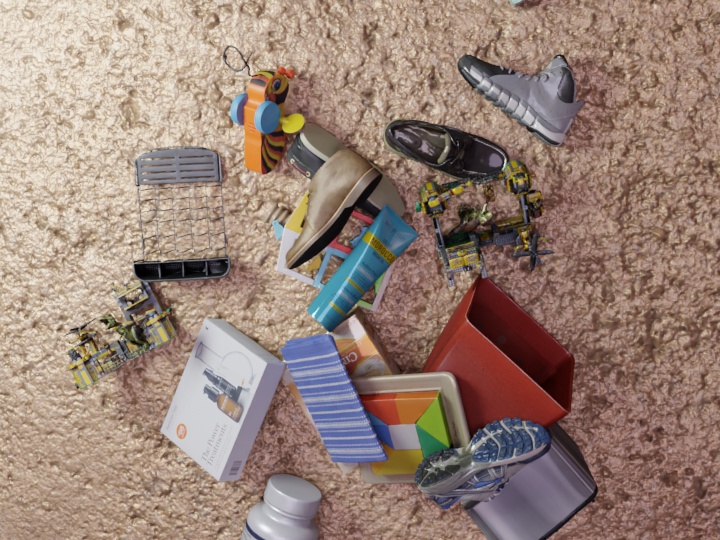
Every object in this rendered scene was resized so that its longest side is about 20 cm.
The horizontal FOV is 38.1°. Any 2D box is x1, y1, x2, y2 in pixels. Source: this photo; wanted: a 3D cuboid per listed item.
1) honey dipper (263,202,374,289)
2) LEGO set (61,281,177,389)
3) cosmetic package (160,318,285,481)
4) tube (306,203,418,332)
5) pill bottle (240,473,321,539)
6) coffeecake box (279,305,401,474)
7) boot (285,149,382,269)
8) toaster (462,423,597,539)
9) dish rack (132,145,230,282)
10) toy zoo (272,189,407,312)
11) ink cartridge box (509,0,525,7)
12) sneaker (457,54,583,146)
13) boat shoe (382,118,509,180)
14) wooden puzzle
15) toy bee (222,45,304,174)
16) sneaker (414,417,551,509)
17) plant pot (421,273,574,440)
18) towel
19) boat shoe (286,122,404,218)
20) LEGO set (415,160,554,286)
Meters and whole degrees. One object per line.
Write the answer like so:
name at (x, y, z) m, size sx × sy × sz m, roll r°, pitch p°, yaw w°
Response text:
honey dipper at (-0.059, -0.034, 1.613) m, size 0.198 × 0.038 × 0.038 m, roll 34°, pitch 100°, yaw -4°
LEGO set at (-0.377, 0.083, 1.598) m, size 0.198 × 0.154 × 0.117 m, roll -28°, pitch 95°, yaw 4°
cosmetic package at (-0.215, 0.198, 1.615) m, size 0.150 × 0.051 × 0.203 m, roll 30°, pitch 102°, yaw 36°
tube at (0.000, 0.000, 1.563) m, size 0.201 × 0.050 × 0.077 m, roll -51°, pitch 125°, yaw -2°
pill bottle at (-0.131, 0.433, 1.644) m, size 0.118 × 0.120 × 0.204 m, roll 19°, pitch 99°, yaw 1°
coffeecake box at (-0.014, 0.185, 1.620) m, size 0.152 × 0.073 × 0.202 m, roll -33°, pitch 95°, yaw 9°
boot at (-0.055, -0.090, 1.534) m, size 0.075 × 0.074 × 0.201 m, roll 42°, pitch 105°, yaw 9°
toaster at (0.247, 0.323, 1.559) m, size 0.180 × 0.200 × 0.119 m, roll -42°, pitch 98°, yaw 10°
dish rack at (-0.278, -0.089, 1.606) m, size 0.150 × 0.055 × 0.204 m, roll -3°, pitch 97°, yaw -1°
toy zoo at (-0.043, -0.035, 1.587) m, size 0.197 × 0.020 × 0.133 m, roll 23°, pitch 93°, yaw -7°
ink cartridge box at (0.243, -0.512, 1.511) m, size 0.159 × 0.050 × 0.202 m, roll -29°, pitch 97°, yaw 8°
sneaker at (0.245, -0.284, 1.538) m, size 0.199 × 0.075 × 0.116 m, roll 35°, pitch 95°, yaw -12°
boat shoe at (0.128, -0.178, 1.559) m, size 0.196 × 0.065 × 0.075 m, roll 13°, pitch 97°, yaw 1°
wooden puzzle at (0.065, 0.237, 1.517) m, size 0.196 × 0.037 × 0.188 m, roll -3°, pitch 116°, yaw 26°
toy bee at (-0.132, -0.249, 1.550) m, size 0.130 × 0.108 × 0.202 m, roll 38°, pitch 141°, yaw 17°
sneaker at (0.178, 0.275, 1.460) m, size 0.197 × 0.078 × 0.086 m, roll -23°, pitch 123°, yaw 14°
plant pot at (0.185, 0.159, 1.552) m, size 0.199 × 0.200 × 0.177 m, roll 42°, pitch 113°, yaw -3°
towel at (-0.039, 0.189, 1.531) m, size 0.024 × 0.144 × 0.203 m, roll -29°, pitch 98°, yaw -34°
boat shoe at (-0.021, -0.138, 1.581) m, size 0.200 × 0.074 × 0.063 m, roll 36°, pitch 128°, yaw -9°
LEGO set at (0.182, -0.064, 1.520) m, size 0.196 × 0.117 × 0.156 m, roll -7°, pitch 121°, yaw -1°
